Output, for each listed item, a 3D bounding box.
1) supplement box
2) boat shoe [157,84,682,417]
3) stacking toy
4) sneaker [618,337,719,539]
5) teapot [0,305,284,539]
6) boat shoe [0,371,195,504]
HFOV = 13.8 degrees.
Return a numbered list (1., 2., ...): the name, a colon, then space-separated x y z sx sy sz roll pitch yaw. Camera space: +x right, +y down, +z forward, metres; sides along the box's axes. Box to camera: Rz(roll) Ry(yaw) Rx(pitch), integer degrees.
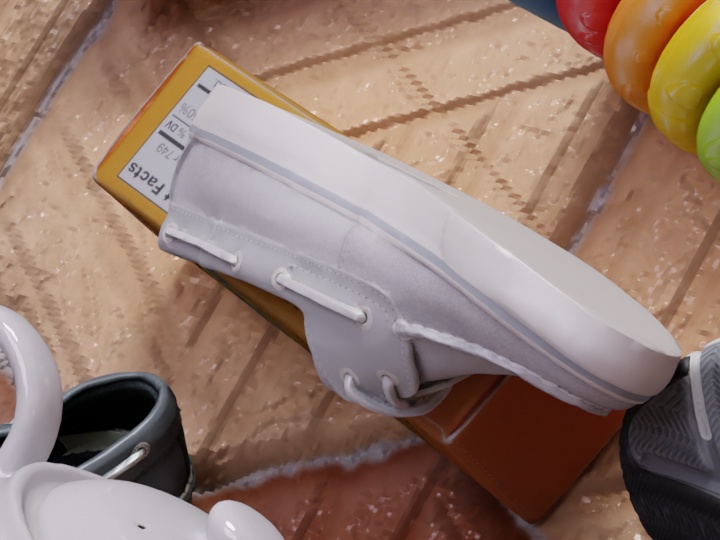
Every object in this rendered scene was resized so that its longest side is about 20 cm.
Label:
1. supplement box: 0.000 0.000 0.977 0.069 0.067 0.200 -49 48 -3
2. boat shoe: 0.009 0.006 0.883 0.200 0.072 0.069 29 97 37
3. stacking toy: 0.137 -0.054 0.916 0.116 0.110 0.200 -42 57 22
4. sneaker: 0.177 0.041 0.831 0.200 0.115 0.075 -15 86 44
5. teapot: -0.077 0.122 0.844 0.146 0.200 0.197 -52 16 12
6. boat shoe: -0.149 0.074 0.956 0.200 0.062 0.073 -10 41 -19
